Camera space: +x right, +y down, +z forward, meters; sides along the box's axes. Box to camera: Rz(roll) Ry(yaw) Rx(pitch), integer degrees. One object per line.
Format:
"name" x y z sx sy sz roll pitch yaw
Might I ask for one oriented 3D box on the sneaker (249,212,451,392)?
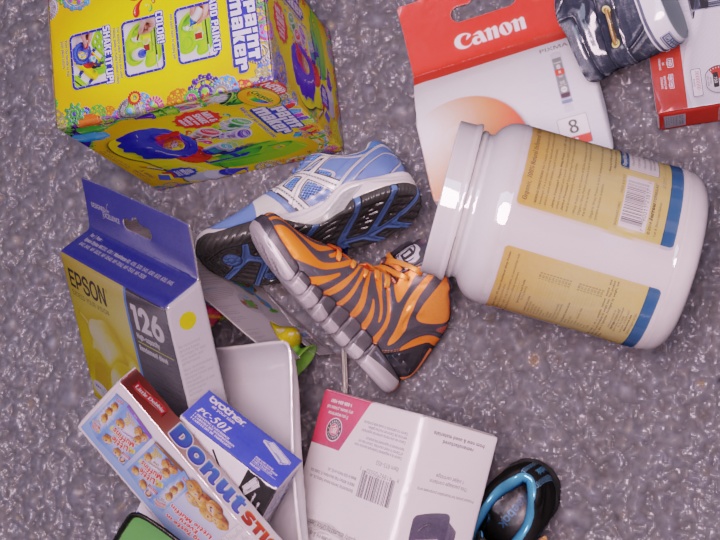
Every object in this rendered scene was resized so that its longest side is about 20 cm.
"sneaker" 0.000 0.000 1.033 0.112 0.200 0.078 -44 30 -3

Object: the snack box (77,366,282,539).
"snack box" -0.125 0.170 0.919 0.201 0.024 0.072 49 128 1

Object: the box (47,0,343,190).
"box" -0.136 -0.169 1.074 0.189 0.200 0.124 -11 76 14

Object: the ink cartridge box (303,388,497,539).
"ink cartridge box" 0.013 0.210 0.986 0.144 0.083 0.203 6 79 57

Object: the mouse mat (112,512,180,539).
"mouse mat" -0.112 0.268 0.945 0.199 0.161 0.008 38 51 0

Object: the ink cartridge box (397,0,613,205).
"ink cartridge box" 0.122 -0.168 1.081 0.160 0.050 0.204 -15 79 12

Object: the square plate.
"square plate" -0.099 0.161 1.029 0.199 0.028 0.202 -7 85 52

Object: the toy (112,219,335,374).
"toy" -0.125 0.029 1.081 0.199 0.115 0.048 35 102 19

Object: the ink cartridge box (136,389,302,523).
"ink cartridge box" -0.126 0.199 0.977 0.093 0.044 0.202 35 124 10

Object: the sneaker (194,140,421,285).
"sneaker" -0.048 -0.049 1.068 0.197 0.076 0.078 -18 52 -2

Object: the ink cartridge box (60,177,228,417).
"ink cartridge box" -0.184 0.041 1.029 0.196 0.047 0.203 21 129 51

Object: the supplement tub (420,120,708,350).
"supplement tub" 0.157 -0.031 0.973 0.197 0.145 0.147 16 84 3

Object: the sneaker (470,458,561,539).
"sneaker" 0.086 0.236 0.995 0.073 0.082 0.202 32 90 17

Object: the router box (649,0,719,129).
"router box" 0.324 -0.233 1.035 0.176 0.049 0.204 -8 77 14

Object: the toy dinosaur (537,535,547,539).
"toy dinosaur" 0.111 0.307 0.934 0.102 0.136 0.200 36 79 34

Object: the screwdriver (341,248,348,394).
"screwdriver" -0.013 0.010 1.097 0.029 0.028 0.204 -4 79 -15

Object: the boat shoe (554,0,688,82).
"boat shoe" 0.195 -0.260 1.025 0.090 0.070 0.204 -24 70 32
